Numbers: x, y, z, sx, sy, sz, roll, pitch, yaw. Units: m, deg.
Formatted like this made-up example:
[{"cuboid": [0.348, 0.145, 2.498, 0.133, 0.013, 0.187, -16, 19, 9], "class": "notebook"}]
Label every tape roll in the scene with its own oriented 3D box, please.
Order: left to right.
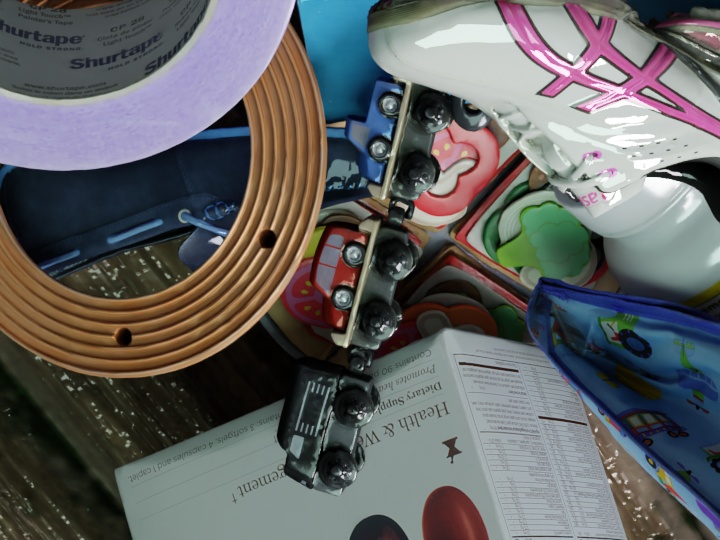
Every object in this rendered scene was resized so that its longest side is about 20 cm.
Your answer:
[{"cuboid": [-0.124, -0.148, 1.225, 0.198, 0.085, 0.201, -1, 123, -2], "class": "tape roll"}]

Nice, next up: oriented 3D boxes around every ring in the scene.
[{"cuboid": [-0.106, -0.053, 1.329, 0.199, 0.019, 0.202, 0, 90, 21], "class": "ring"}]

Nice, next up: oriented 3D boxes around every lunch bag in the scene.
[{"cuboid": [0.164, 0.080, 1.360, 0.094, 0.200, 0.150, -56, 135, -6], "class": "lunch bag"}]

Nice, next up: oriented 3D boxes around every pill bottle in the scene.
[{"cuboid": [0.187, -0.011, 1.383, 0.200, 0.113, 0.112, 37, 115, -26], "class": "pill bottle"}]

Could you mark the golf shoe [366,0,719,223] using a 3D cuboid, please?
[{"cuboid": [0.094, -0.072, 1.244, 0.199, 0.073, 0.093, 9, 81, -24], "class": "golf shoe"}]

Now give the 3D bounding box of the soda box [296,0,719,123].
[{"cuboid": [0.072, -0.123, 1.330, 0.199, 0.064, 0.068, -9, 124, 2], "class": "soda box"}]

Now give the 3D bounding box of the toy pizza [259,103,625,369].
[{"cuboid": [0.039, -0.012, 1.424, 0.199, 0.032, 0.201, -2, 124, -2], "class": "toy pizza"}]

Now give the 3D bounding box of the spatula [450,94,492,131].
[{"cuboid": [0.050, -0.161, 1.277, 0.056, 0.021, 0.202, 2, 89, 1], "class": "spatula"}]

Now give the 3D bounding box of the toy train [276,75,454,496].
[{"cuboid": [0.000, 0.000, 1.307, 0.046, 0.034, 0.201, 15, 99, 5], "class": "toy train"}]

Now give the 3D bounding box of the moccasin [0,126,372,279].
[{"cuboid": [-0.069, -0.027, 1.367, 0.199, 0.080, 0.069, -6, 83, 21], "class": "moccasin"}]

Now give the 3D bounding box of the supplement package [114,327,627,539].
[{"cuboid": [0.019, 0.158, 1.398, 0.190, 0.201, 0.147, -24, 164, 23], "class": "supplement package"}]
